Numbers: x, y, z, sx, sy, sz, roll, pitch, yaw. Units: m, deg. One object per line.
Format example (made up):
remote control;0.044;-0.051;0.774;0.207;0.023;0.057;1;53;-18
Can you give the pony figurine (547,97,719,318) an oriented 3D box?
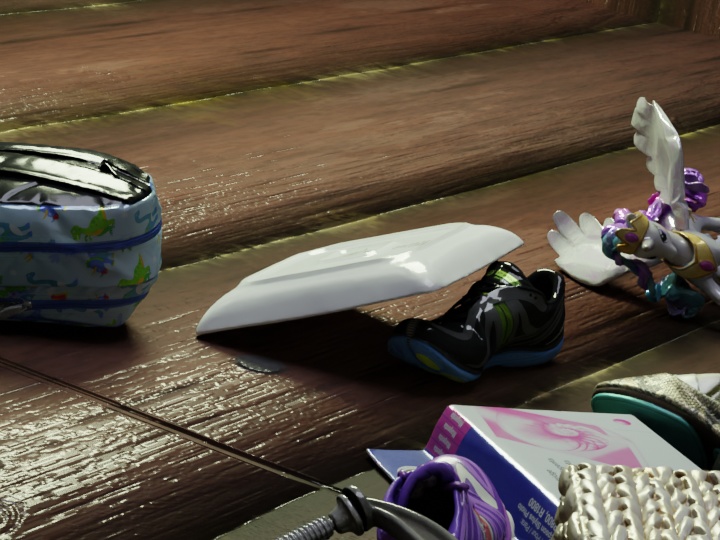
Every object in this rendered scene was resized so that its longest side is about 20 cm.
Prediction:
pony figurine;0.269;-0.033;2.210;0.199;0.167;0.193;20;18;-26

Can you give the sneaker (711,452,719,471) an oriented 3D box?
sneaker;0.233;0.135;1.546;0.060;0.104;0.200;19;33;0

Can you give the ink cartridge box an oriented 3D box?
ink cartridge box;0.132;0.139;1.669;0.199;0.043;0.196;5;17;-25

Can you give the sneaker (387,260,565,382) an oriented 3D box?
sneaker;0.088;0.034;1.931;0.071;0.083;0.199;21;19;34

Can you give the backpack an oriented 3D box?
backpack;-0.240;-0.030;1.870;0.199;0.154;0.163;-11;13;3

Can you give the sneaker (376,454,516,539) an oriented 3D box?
sneaker;0.050;0.143;1.509;0.080;0.084;0.200;4;14;7

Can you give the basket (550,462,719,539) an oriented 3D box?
basket;0.159;0.204;1.170;0.160;0.199;0.200;8;16;-1

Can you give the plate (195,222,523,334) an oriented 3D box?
plate;0.000;0.000;1.945;0.199;0.032;0.199;-10;6;24

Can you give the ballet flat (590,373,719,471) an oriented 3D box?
ballet flat;0.252;0.111;1.783;0.075;0.068;0.200;-43;46;-22

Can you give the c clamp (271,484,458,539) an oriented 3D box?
c clamp;-0.046;0.166;1.376;0.199;0.027;0.171;-20;35;-19
